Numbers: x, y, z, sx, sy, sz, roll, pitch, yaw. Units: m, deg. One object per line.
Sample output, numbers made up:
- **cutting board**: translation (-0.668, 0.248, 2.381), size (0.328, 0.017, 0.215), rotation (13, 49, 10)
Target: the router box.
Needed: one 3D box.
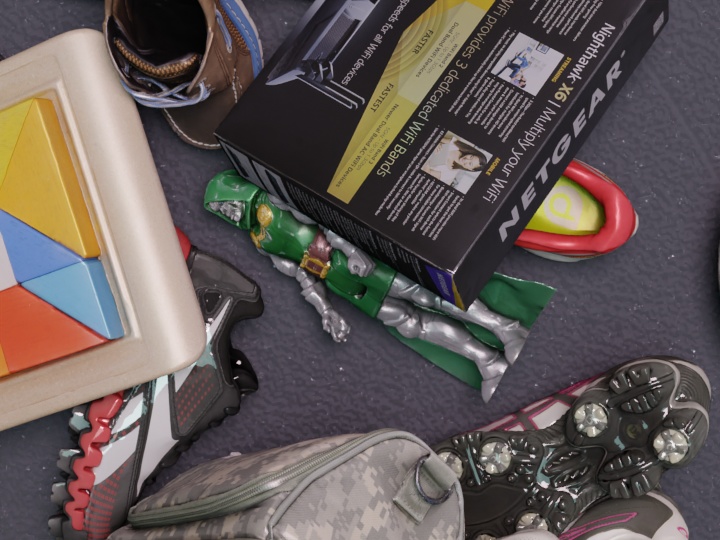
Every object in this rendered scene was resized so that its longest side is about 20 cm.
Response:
- **router box**: translation (0.044, -0.103, 0.724), size (0.157, 0.052, 0.201), rotation (32, 78, 23)

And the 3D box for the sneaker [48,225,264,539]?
- **sneaker**: translation (-0.113, 0.078, 0.781), size (0.097, 0.071, 0.202), rotation (19, 100, -11)

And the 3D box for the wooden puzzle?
- **wooden puzzle**: translation (-0.198, -0.011, 0.733), size (0.198, 0.037, 0.187), rotation (-19, 88, 15)

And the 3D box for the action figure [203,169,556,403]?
- **action figure**: translation (0.000, 0.000, 0.772), size (0.199, 0.118, 0.055), rotation (30, 51, 5)

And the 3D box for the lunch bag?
- **lunch bag**: translation (-0.049, 0.164, 0.704), size (0.140, 0.199, 0.168), rotation (49, 56, -14)

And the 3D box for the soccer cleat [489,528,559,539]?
- **soccer cleat**: translation (0.032, 0.178, 0.749), size (0.200, 0.069, 0.078), rotation (-44, 57, 40)

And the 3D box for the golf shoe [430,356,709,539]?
- **golf shoe**: translation (0.110, 0.109, 0.781), size (0.199, 0.088, 0.078), rotation (-26, 89, 25)

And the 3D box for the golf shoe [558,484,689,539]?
- **golf shoe**: translation (0.100, 0.191, 0.789), size (0.200, 0.088, 0.077), rotation (-38, 96, 3)

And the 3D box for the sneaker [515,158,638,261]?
- **sneaker**: translation (0.062, -0.057, 0.766), size (0.198, 0.085, 0.078), rotation (14, 94, -3)

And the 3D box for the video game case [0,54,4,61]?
- **video game case**: translation (-0.250, -0.023, 0.792), size (0.200, 0.026, 0.181), rotation (-43, 94, 2)

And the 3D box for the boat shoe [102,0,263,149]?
- **boat shoe**: translation (-0.100, -0.124, 0.710), size (0.072, 0.201, 0.073), rotation (3, 54, 13)

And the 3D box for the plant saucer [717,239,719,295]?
- **plant saucer**: translation (0.300, -0.006, 0.794), size (0.198, 0.050, 0.202), rotation (0, 95, -2)
